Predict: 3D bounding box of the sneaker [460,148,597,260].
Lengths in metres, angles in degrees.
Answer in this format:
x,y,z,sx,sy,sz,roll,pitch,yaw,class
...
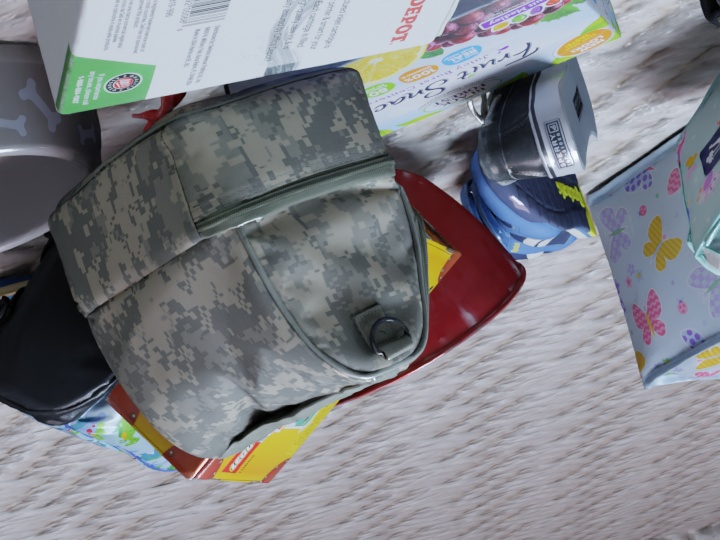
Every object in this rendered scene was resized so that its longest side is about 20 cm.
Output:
x,y,z,sx,sy,sz,roll,pitch,yaw,class
0.109,-0.045,1.687,0.082,0.074,0.200,-20,164,16,sneaker

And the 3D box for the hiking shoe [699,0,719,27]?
x,y,z,sx,sy,sz,roll,pitch,yaw,class
0.254,-0.172,1.431,0.100,0.076,0.200,-8,156,0,hiking shoe

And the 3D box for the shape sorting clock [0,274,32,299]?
x,y,z,sx,sy,sz,roll,pitch,yaw,class
-0.218,0.041,1.685,0.199,0.039,0.200,-17,164,-5,shape sorting clock

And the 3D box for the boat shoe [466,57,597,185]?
x,y,z,sx,sy,sz,roll,pitch,yaw,class
0.103,-0.092,1.427,0.068,0.074,0.199,-15,-162,13,boat shoe

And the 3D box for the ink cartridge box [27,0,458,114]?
x,y,z,sx,sy,sz,roll,pitch,yaw,class
-0.051,-0.154,1.108,0.199,0.083,0.147,-12,163,-17,ink cartridge box

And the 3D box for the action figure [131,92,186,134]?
x,y,z,sx,sy,sz,roll,pitch,yaw,class
-0.056,-0.129,1.225,0.199,0.066,0.099,-14,166,-20,action figure

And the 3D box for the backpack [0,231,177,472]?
x,y,z,sx,sy,sz,roll,pitch,yaw,class
-0.152,0.053,1.553,0.164,0.153,0.200,-58,175,-12,backpack

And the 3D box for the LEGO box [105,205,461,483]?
x,y,z,sx,sy,sz,roll,pitch,yaw,class
-0.043,0.032,1.436,0.200,0.077,0.149,-50,164,5,LEGO box

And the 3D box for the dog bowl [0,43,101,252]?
x,y,z,sx,sy,sz,roll,pitch,yaw,class
-0.234,-0.055,1.298,0.199,0.059,0.200,-17,165,-5,dog bowl

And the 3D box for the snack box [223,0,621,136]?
x,y,z,sx,sy,sz,roll,pitch,yaw,class
0.034,-0.132,1.332,0.199,0.053,0.142,-21,166,17,snack box

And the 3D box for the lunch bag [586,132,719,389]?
x,y,z,sx,sy,sz,roll,pitch,yaw,class
0.289,-0.020,1.784,0.127,0.170,0.200,-5,160,-33,lunch bag

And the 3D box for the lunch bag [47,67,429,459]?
x,y,z,sx,sy,sz,roll,pitch,yaw,class
-0.060,0.004,1.263,0.139,0.168,0.200,-17,174,-37,lunch bag

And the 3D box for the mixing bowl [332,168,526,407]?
x,y,z,sx,sy,sz,roll,pitch,yaw,class
0.000,0.000,1.587,0.200,0.109,0.200,-27,-166,7,mixing bowl

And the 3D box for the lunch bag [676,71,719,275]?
x,y,z,sx,sy,sz,roll,pitch,yaw,class
0.304,-0.082,1.557,0.199,0.122,0.171,-21,-152,13,lunch bag
